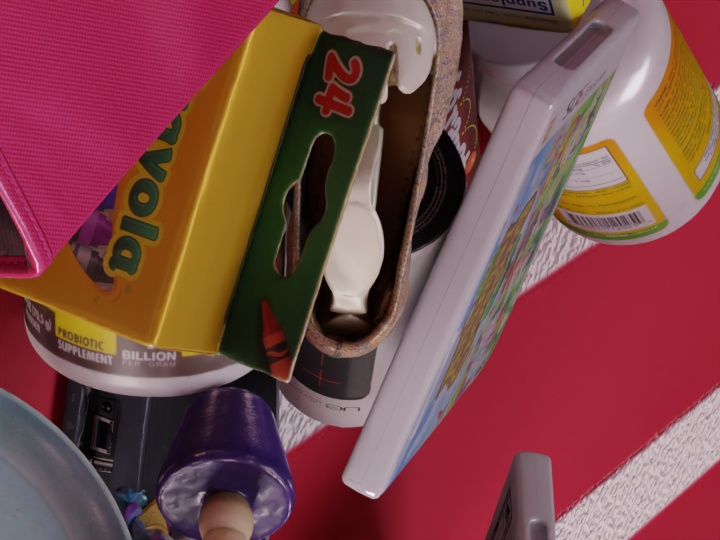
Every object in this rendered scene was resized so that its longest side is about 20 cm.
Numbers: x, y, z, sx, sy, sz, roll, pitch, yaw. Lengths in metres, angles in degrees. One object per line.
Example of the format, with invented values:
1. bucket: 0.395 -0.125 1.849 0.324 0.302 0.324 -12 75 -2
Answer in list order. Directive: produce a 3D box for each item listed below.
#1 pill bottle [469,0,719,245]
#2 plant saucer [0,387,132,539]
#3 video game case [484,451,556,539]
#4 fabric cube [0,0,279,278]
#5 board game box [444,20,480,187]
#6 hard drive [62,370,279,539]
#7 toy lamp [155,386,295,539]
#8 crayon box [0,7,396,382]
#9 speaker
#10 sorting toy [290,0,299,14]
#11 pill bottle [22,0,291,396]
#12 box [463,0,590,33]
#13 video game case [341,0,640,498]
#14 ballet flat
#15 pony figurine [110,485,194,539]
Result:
1. pill bottle: 0.115 -0.099 1.467 0.111 0.111 0.200 -64 152 -12
2. plant saucer: -0.178 0.133 1.038 0.201 0.200 0.027 -60 -172 -20
3. video game case: 0.072 0.226 1.470 0.182 0.023 0.200 -90 -169 -45
4. fabric cube: -0.143 -0.142 0.843 0.200 0.196 0.200 -52 134 -35
5. board game box: 0.026 -0.046 1.399 0.103 0.019 0.200 -60 162 -22
6. hard drive: -0.088 0.113 1.306 0.135 0.042 0.201 -29 132 -52
7. toy lamp: -0.055 0.128 1.082 0.200 0.058 0.058 -88 172 -46
8. crayon box: -0.097 -0.051 1.015 0.051 0.199 0.128 11 97 -62
9. speaker: 0.000 0.000 1.289 0.081 0.081 0.200 -58 171 -23
10. sorting toy: -0.034 -0.093 1.281 0.200 0.036 0.186 -34 136 -49
11. pill bottle: -0.083 -0.058 1.135 0.109 0.109 0.201 -35 136 -48
12. box: 0.067 -0.242 1.271 0.176 0.096 0.200 -61 149 -34
13. video game case: 0.061 -0.014 1.270 0.201 0.022 0.182 -67 171 22
14. ballet flat: 0.004 -0.058 1.117 0.067 0.068 0.201 -72 164 -74
15. pony figurine: -0.114 0.173 1.142 0.192 0.200 0.167 -13 131 -24
